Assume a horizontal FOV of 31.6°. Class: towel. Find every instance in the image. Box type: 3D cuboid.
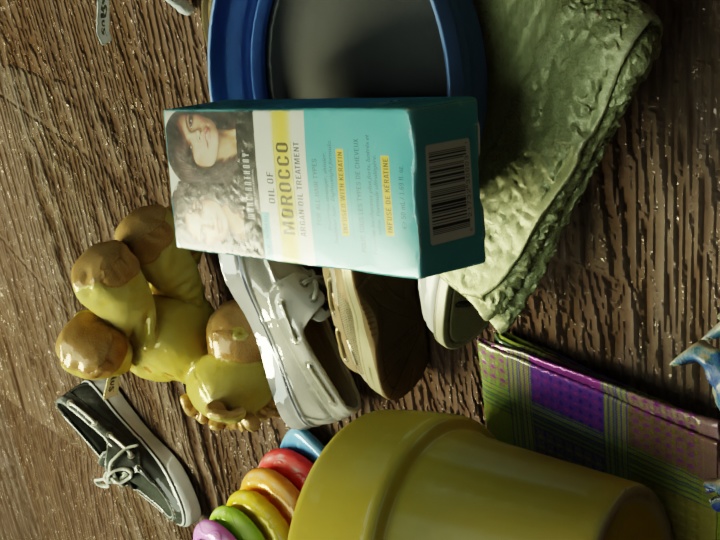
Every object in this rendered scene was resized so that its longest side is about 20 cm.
[{"bbox_3d":[0.068,-0.082,0.679,0.148,0.036,0.201,45,130,29],"label":"towel"},{"bbox_3d":[0.159,0.126,0.817,0.199,0.023,0.144,21,130,44],"label":"towel"}]

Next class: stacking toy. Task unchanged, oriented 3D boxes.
[{"bbox_3d":[-0.096,0.230,1.058,0.110,0.199,0.116,44,143,22],"label":"stacking toy"}]

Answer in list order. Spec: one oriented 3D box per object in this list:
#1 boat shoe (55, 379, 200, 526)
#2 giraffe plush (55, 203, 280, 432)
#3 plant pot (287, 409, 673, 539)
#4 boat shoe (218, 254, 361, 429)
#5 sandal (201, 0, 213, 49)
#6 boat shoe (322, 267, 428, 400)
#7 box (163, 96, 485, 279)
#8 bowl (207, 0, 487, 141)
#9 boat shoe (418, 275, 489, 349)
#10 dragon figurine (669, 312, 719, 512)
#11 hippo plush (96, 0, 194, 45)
[{"bbox_3d":[-0.248,0.198,1.342,0.200,0.068,0.074,51,145,14],"label":"boat shoe"},{"bbox_3d":[-0.135,0.062,1.044,0.161,0.173,0.201,25,133,19],"label":"giraffe plush"},{"bbox_3d":[0.085,0.191,0.789,0.188,0.201,0.202,-2,114,35],"label":"plant pot"},{"bbox_3d":[-0.050,0.027,0.984,0.069,0.071,0.201,-13,101,26],"label":"boat shoe"},{"bbox_3d":[-0.054,-0.112,0.886,0.054,0.080,0.201,-7,105,31],"label":"sandal"},{"bbox_3d":[0.000,0.000,0.885,0.064,0.071,0.201,25,133,39],"label":"boat shoe"},{"bbox_3d":[-0.025,-0.048,0.668,0.199,0.049,0.083,7,105,47],"label":"box"},{"bbox_3d":[-0.011,-0.107,0.703,0.200,0.039,0.202,16,112,45],"label":"bowl"},{"bbox_3d":[0.062,-0.050,0.777,0.068,0.074,0.201,31,125,37],"label":"boat shoe"},{"bbox_3d":[0.225,0.054,0.649,0.100,0.059,0.200,50,145,15],"label":"dragon figurine"},{"bbox_3d":[-0.157,-0.245,0.832,0.160,0.159,0.201,12,122,48],"label":"hippo plush"}]
